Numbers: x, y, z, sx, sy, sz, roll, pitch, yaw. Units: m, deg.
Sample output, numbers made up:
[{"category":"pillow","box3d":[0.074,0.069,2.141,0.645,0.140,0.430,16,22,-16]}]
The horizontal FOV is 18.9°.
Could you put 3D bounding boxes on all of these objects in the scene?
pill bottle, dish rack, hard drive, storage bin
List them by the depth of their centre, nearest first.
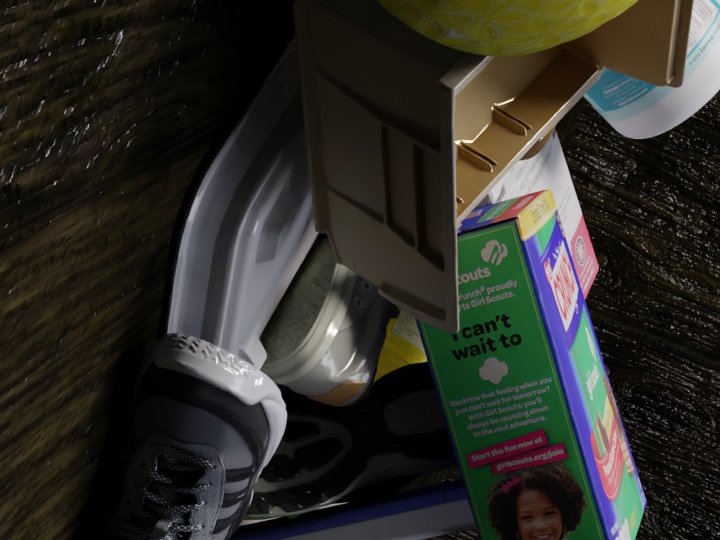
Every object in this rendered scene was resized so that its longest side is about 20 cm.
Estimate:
[{"category":"storage bin","box3d":[0.070,-0.102,1.045,0.200,0.094,0.199,-47,154,-26]},{"category":"dish rack","box3d":[-0.041,-0.035,1.118,0.172,0.043,0.200,102,12,-48]},{"category":"hard drive","box3d":[-0.022,0.153,1.260,0.132,0.199,0.025,17,60,-82]},{"category":"pill bottle","box3d":[0.142,-0.185,1.356,0.111,0.200,0.111,-41,-162,17]}]

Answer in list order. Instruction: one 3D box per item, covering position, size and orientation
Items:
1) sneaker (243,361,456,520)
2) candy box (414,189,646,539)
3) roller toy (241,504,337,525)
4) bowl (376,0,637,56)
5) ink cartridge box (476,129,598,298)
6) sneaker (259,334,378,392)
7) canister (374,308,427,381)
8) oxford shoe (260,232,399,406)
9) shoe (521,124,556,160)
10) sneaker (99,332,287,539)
[{"category":"sneaker","box3d":[-0.025,0.114,1.238,0.089,0.200,0.077,-56,-131,50]},{"category":"candy box","box3d":[0.093,0.063,1.201,0.169,0.077,0.201,-34,107,-76]},{"category":"roller toy","box3d":[-0.044,0.233,1.478,0.183,0.139,0.200,-75,178,-48]},{"category":"bowl","box3d":[0.082,-0.192,0.872,0.108,0.200,0.201,-4,-123,56]},{"category":"ink cartridge box","box3d":[0.077,-0.050,1.395,0.200,0.083,0.147,70,26,-21]},{"category":"sneaker","box3d":[-0.030,0.066,1.309,0.074,0.080,0.200,-16,148,-18]},{"category":"canister","box3d":[0.040,0.000,1.549,0.200,0.086,0.149,-62,-174,-26]},{"category":"oxford shoe","box3d":[0.000,0.000,1.204,0.075,0.058,0.200,-27,-151,39]},{"category":"shoe","box3d":[0.094,-0.135,1.234,0.200,0.053,0.070,107,-13,-54]},{"category":"sneaker","box3d":[-0.092,0.117,1.055,0.200,0.075,0.114,104,8,-60]}]
